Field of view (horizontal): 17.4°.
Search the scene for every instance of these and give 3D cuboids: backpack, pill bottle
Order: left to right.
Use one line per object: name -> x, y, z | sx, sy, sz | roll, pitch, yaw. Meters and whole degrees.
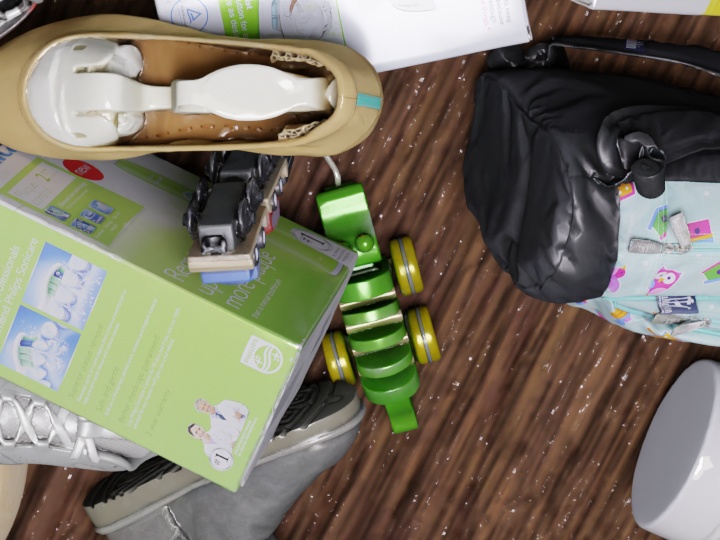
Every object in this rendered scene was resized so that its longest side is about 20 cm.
backpack -> 0.162, -0.033, 1.168 | 0.199, 0.167, 0.127 | 6, 118, -20
pill bottle -> 0.251, 0.127, 1.238 | 0.199, 0.114, 0.114 | 23, 106, -11

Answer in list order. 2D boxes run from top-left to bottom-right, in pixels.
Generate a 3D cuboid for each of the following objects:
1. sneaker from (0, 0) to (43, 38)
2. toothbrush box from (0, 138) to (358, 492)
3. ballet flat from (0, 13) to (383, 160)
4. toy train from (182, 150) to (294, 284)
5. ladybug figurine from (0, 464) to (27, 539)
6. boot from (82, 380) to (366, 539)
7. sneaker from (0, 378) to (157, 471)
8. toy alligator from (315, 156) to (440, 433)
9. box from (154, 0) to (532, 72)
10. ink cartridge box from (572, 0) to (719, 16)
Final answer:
sneaker -> -0.188, -0.135, 1.095 | 0.077, 0.082, 0.200 | 43, 70, -36
toothbrush box -> -0.117, 0.005, 1.132 | 0.199, 0.146, 0.086 | 25, 110, 3
ballet flat -> -0.090, -0.085, 1.073 | 0.199, 0.063, 0.069 | -1, 92, 10
toy train -> -0.054, -0.039, 1.117 | 0.034, 0.200, 0.046 | -2, 112, 7
ladybug figurine -> -0.240, 0.080, 1.198 | 0.135, 0.072, 0.201 | -18, 122, -29
boot -> -0.034, 0.172, 1.252 | 0.181, 0.073, 0.200 | -24, 102, 25
sneaker -> -0.151, 0.065, 1.148 | 0.092, 0.200, 0.076 | 22, 109, 36
toy alligator -> 0.000, 0.000, 1.210 | 0.059, 0.054, 0.201 | -15, 109, 1
box -> -0.022, -0.196, 1.120 | 0.176, 0.097, 0.201 | -12, 109, 0
ink cartridge box -> 0.167, -0.195, 1.091 | 0.199, 0.083, 0.146 | -3, 114, -39
